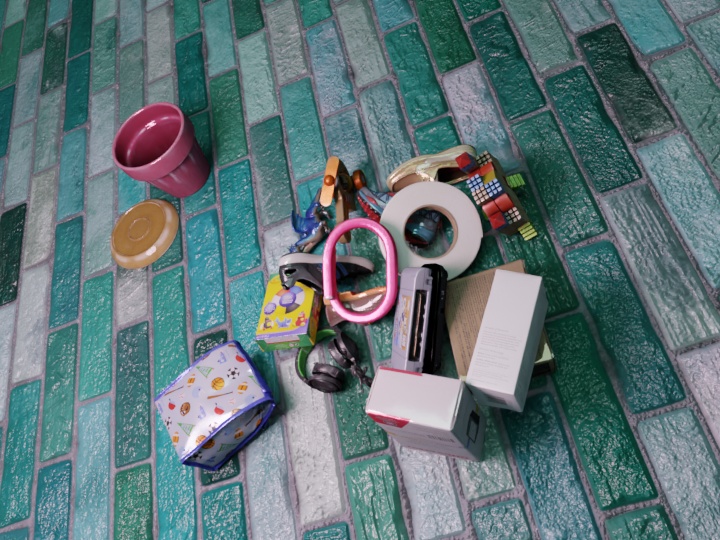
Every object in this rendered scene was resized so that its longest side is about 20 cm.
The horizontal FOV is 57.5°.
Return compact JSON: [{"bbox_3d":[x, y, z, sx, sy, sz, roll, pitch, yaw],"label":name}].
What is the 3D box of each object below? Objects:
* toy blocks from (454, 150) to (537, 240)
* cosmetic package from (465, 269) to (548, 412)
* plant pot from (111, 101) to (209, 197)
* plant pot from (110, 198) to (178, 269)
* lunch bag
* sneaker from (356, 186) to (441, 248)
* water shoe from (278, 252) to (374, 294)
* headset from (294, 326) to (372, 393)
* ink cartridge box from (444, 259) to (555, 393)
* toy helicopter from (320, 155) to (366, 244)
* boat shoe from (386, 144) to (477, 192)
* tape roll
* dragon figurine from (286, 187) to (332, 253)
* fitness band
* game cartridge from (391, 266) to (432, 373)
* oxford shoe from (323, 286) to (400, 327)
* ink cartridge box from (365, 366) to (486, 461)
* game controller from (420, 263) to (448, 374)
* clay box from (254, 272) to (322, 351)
[{"bbox_3d":[0.250,-0.149,1.238,0.100,0.137,0.200,-31,72,23],"label":"toy blocks"},{"bbox_3d":[0.240,0.112,1.057,0.081,0.113,0.200,8,66,25],"label":"cosmetic package"},{"bbox_3d":[-0.471,-0.278,1.608,0.199,0.179,0.201,-10,60,17],"label":"plant pot"},{"bbox_3d":[-0.546,-0.099,1.635,0.199,0.027,0.201,-10,61,18],"label":"plant pot"},{"bbox_3d":[-0.272,0.258,1.275,0.200,0.124,0.170,-45,55,5],"label":"lunch bag"},{"bbox_3d":[0.083,-0.126,1.368,0.200,0.079,0.096,35,75,23],"label":"sneaker"},{"bbox_3d":[-0.068,0.011,1.318,0.199,0.071,0.079,3,78,-19],"label":"water shoe"},{"bbox_3d":[-0.053,0.173,1.245,0.200,0.094,0.124,23,74,42],"label":"headset"},{"bbox_3d":[0.241,0.101,1.172,0.164,0.075,0.200,-16,58,12],"label":"ink cartridge box"},{"bbox_3d":[-0.042,-0.151,1.390,0.079,0.132,0.201,-13,61,18],"label":"toy helicopter"},{"bbox_3d":[0.152,-0.200,1.371,0.200,0.074,0.067,-21,52,11],"label":"boat shoe"},{"bbox_3d":[0.135,-0.072,1.275,0.202,0.037,0.203,0,86,1],"label":"tape roll"},{"bbox_3d":[-0.117,-0.103,1.439,0.099,0.059,0.200,-18,59,12],"label":"dragon figurine"},{"bbox_3d":[0.000,0.000,1.247,0.143,0.037,0.201,-2,88,16],"label":"fitness band"},{"bbox_3d":[0.090,0.094,1.185,0.041,0.133,0.201,6,89,-13],"label":"game cartridge"},{"bbox_3d":[0.027,0.071,1.294,0.199,0.071,0.073,-9,85,18],"label":"oxford shoe"},{"bbox_3d":[0.113,0.239,1.076,0.147,0.200,0.086,5,65,25],"label":"ink cartridge box"},{"bbox_3d":[0.122,0.087,1.191,0.104,0.042,0.201,179,97,-66],"label":"game controller"},{"bbox_3d":[-0.140,0.066,1.343,0.115,0.048,0.200,-9,48,17],"label":"clay box"}]
